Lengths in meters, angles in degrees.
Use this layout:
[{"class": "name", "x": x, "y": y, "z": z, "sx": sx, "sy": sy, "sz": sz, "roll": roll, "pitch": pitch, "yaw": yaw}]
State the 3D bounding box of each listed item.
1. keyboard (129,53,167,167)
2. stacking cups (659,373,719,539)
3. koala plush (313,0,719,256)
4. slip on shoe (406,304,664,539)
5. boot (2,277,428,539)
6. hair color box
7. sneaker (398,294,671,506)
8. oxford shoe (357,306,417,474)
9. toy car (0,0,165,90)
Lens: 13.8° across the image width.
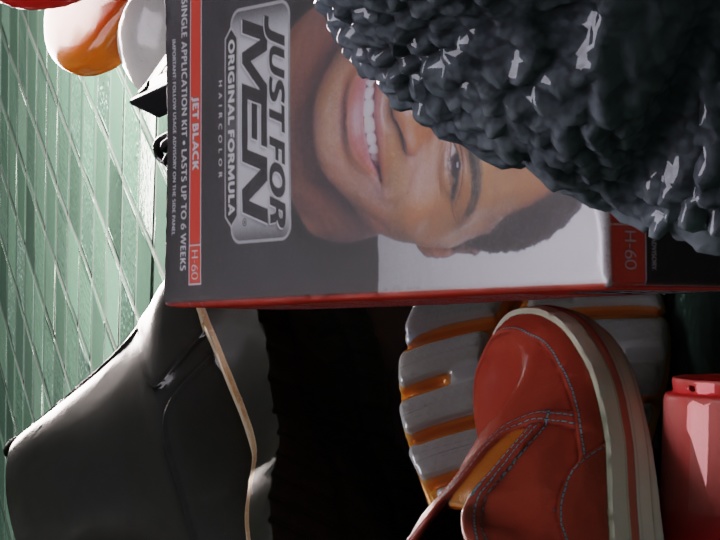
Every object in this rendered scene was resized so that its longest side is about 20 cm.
[{"class": "keyboard", "x": -0.020, "y": -0.082, "z": 1.013, "sx": 0.200, "sy": 0.021, "sz": 0.127, "roll": -18, "pitch": 34, "yaw": 57}, {"class": "stacking cups", "x": 0.091, "y": 0.126, "z": 0.731, "sx": 0.060, "sy": 0.060, "sz": 0.202, "roll": 174, "pitch": 97, "yaw": -77}, {"class": "koala plush", "x": 0.057, "y": -0.106, "z": 0.558, "sx": 0.200, "sy": 0.182, "sz": 0.179, "roll": -117, "pitch": 30, "yaw": -65}, {"class": "slip on shoe", "x": 0.039, "y": 0.067, "z": 0.731, "sx": 0.200, "sy": 0.061, "sz": 0.075, "roll": -90, "pitch": 4, "yaw": -62}, {"class": "boot", "x": -0.046, "y": 0.095, "z": 0.900, "sx": 0.138, "sy": 0.077, "sz": 0.201, "roll": -41, "pitch": 39, "yaw": 29}, {"class": "hair color box", "x": 0.023, "y": -0.041, "z": 0.795, "sx": 0.199, "sy": 0.061, "sz": 0.102, "roll": -5, "pitch": 85, "yaw": 54}, {"class": "sneaker", "x": 0.055, "y": 0.075, "z": 0.850, "sx": 0.077, "sy": 0.078, "sz": 0.201, "roll": 70, "pitch": -163, "yaw": -61}, {"class": "oxford shoe", "x": 0.000, "y": 0.059, "z": 0.948, "sx": 0.201, "sy": 0.071, "sz": 0.073, "roll": -58, "pitch": 30, "yaw": 19}, {"class": "toy car", "x": -0.105, "y": -0.173, "z": 1.326, "sx": 0.176, "sy": 0.149, "sz": 0.201, "roll": -106, "pitch": 19, "yaw": -48}]
